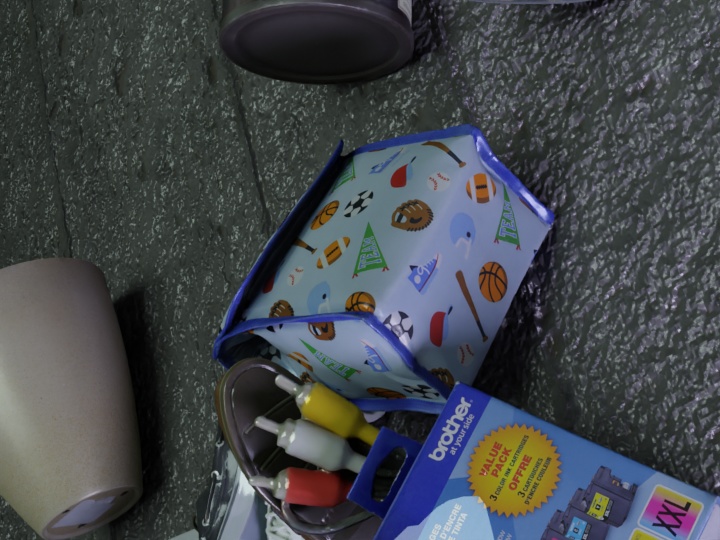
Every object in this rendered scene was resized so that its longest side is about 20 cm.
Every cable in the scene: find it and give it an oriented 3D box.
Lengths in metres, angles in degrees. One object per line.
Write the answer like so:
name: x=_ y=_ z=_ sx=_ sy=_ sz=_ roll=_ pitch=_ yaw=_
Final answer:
cable: x=0.027 y=0.135 z=0.915 sx=0.200 sy=0.050 sz=0.097 roll=15 pitch=89 yaw=4

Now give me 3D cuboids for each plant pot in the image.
plant pot: x=-0.271 y=0.124 z=1.260 sx=0.187 sy=0.187 sz=0.200 roll=-42 pitch=65 yaw=32

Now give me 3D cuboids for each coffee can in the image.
coffee can: x=-0.031 y=-0.262 z=1.115 sx=0.146 sy=0.146 sz=0.200 roll=-15 pitch=68 yaw=44

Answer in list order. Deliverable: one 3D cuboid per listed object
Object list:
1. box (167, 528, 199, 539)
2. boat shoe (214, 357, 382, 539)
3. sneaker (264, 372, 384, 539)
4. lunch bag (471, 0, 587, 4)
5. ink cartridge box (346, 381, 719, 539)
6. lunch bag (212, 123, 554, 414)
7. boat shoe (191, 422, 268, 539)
box: x=-0.138 y=0.312 z=1.147 sx=0.144 sy=0.036 sz=0.200 roll=-29 pitch=60 yaw=39
boat shoe: x=-0.039 y=0.142 z=0.983 sx=0.072 sy=0.200 sz=0.068 roll=-40 pitch=18 yaw=-20
sneaker: x=-0.045 y=0.158 z=1.058 sx=0.075 sy=0.081 sz=0.200 roll=9 pitch=87 yaw=46
lunch bag: x=0.107 y=-0.292 z=0.949 sx=0.200 sy=0.139 sz=0.168 roll=102 pitch=160 yaw=-45
ink cartridge box: x=0.091 y=0.156 z=0.840 sx=0.200 sy=0.076 sz=0.137 roll=22 pitch=76 yaw=28
lunch bag: x=0.000 y=0.000 z=0.989 sx=0.200 sy=0.124 sz=0.170 roll=-4 pitch=46 yaw=50
boat shoe: x=-0.096 y=0.178 z=1.107 sx=0.066 sy=0.070 sz=0.200 roll=0 pitch=76 yaw=36
